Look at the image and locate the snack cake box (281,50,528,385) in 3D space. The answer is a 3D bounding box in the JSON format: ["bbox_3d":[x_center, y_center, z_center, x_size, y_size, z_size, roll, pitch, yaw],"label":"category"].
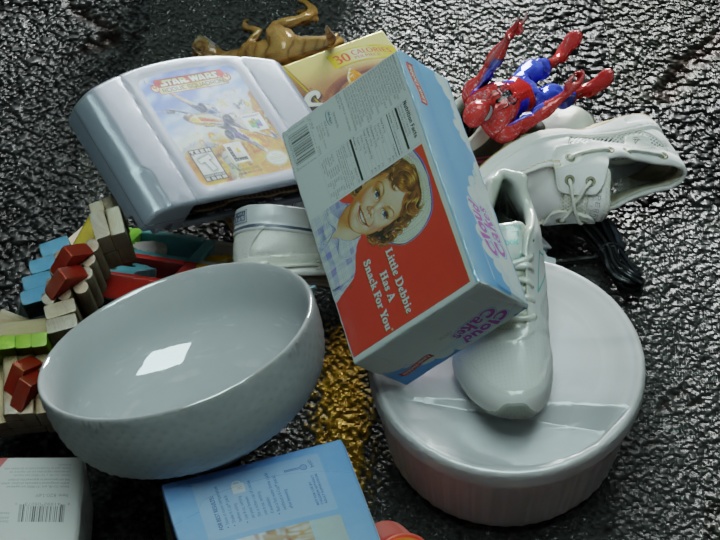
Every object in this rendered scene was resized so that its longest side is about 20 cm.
[{"bbox_3d":[0.029,-0.038,1.513,0.115,0.067,0.201,-32,58,25],"label":"snack cake box"}]

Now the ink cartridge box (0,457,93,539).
[{"bbox_3d":[-0.247,0.225,1.464,0.116,0.068,0.201,0,47,0],"label":"ink cartridge box"}]

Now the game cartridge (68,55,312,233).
[{"bbox_3d":[-0.114,-0.101,1.627,0.199,0.042,0.134,-15,66,-40],"label":"game cartridge"}]

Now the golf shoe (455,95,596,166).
[{"bbox_3d":[0.116,-0.103,1.734,0.199,0.089,0.077,-24,39,-31],"label":"golf shoe"}]

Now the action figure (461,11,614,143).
[{"bbox_3d":[0.147,-0.158,1.688,0.065,0.099,0.200,49,38,8],"label":"action figure"}]

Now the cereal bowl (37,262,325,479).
[{"bbox_3d":[-0.114,0.079,1.463,0.199,0.084,0.200,-15,25,7],"label":"cereal bowl"}]

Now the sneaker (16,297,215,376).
[{"bbox_3d":[-0.173,0.050,1.610,0.199,0.082,0.073,24,55,22],"label":"sneaker"}]

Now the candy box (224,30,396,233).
[{"bbox_3d":[-0.037,-0.108,1.739,0.199,0.055,0.116,-24,67,-28],"label":"candy box"}]

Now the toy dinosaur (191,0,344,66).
[{"bbox_3d":[-0.057,-0.187,1.820,0.199,0.061,0.106,-4,23,44],"label":"toy dinosaur"}]

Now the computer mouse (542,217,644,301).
[{"bbox_3d":[0.115,-0.010,1.691,0.199,0.044,0.110,-10,50,-10],"label":"computer mouse"}]

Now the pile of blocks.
[{"bbox_3d":[-0.226,0.022,1.549,0.082,0.062,0.201,15,65,13],"label":"pile of blocks"}]

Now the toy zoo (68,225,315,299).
[{"bbox_3d":[-0.132,0.001,1.652,0.199,0.021,0.131,9,17,8],"label":"toy zoo"}]

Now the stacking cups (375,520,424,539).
[{"bbox_3d":[0.044,0.217,1.426,0.060,0.061,0.200,-20,19,-17],"label":"stacking cups"}]

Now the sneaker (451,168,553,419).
[{"bbox_3d":[0.099,0.014,1.522,0.070,0.081,0.201,0,50,-3],"label":"sneaker"}]

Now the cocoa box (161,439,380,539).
[{"bbox_3d":[-0.043,0.237,1.412,0.132,0.132,0.201,-13,50,-12],"label":"cocoa box"}]

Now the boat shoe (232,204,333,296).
[{"bbox_3d":[0.000,0.000,1.608,0.199,0.071,0.070,9,74,-19],"label":"boat shoe"}]

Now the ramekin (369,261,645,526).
[{"bbox_3d":[0.104,0.094,1.565,0.201,0.095,0.203,0,48,0],"label":"ramekin"}]

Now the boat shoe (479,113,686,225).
[{"bbox_3d":[0.170,-0.069,1.680,0.199,0.071,0.069,-20,47,-27],"label":"boat shoe"}]
